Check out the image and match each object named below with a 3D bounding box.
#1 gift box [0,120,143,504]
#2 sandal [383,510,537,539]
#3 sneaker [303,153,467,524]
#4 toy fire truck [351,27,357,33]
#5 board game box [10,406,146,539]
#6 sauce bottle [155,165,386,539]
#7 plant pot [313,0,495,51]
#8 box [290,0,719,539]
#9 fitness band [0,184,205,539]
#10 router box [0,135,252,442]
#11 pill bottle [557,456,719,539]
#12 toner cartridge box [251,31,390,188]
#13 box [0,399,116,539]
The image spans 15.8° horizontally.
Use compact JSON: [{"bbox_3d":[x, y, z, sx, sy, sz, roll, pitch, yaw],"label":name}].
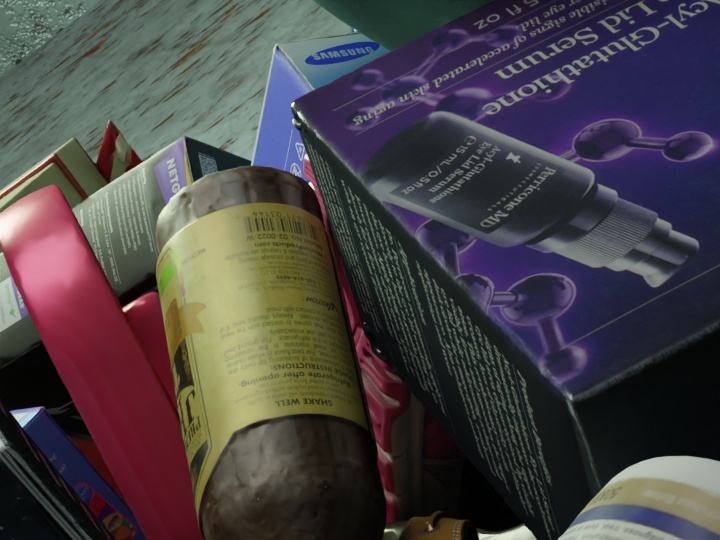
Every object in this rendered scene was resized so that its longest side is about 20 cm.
[{"bbox_3d":[-0.176,0.042,1.288,0.184,0.200,0.187,-28,9,19],"label":"gift box"},{"bbox_3d":[0.026,0.107,0.862,0.200,0.054,0.082,-2,64,67],"label":"sandal"},{"bbox_3d":[0.034,0.025,0.957,0.088,0.200,0.081,-17,46,-19],"label":"sneaker"},{"bbox_3d":[0.084,-0.065,1.046,0.200,0.168,0.112,-29,18,33],"label":"toy fire truck"},{"bbox_3d":[-0.155,0.170,1.004,0.200,0.135,0.045,-46,17,-27],"label":"board game box"},{"bbox_3d":[-0.026,0.058,0.853,0.065,0.065,0.200,-32,48,24],"label":"sauce bottle"},{"bbox_3d":[0.041,-0.149,0.911,0.199,0.135,0.200,-16,29,9],"label":"plant pot"},{"bbox_3d":[0.091,-0.002,0.793,0.148,0.105,0.200,-27,36,-12],"label":"box"},{"bbox_3d":[-0.073,0.060,0.943,0.037,0.200,0.144,-30,-3,2],"label":"fitness band"},{"bbox_3d":[-0.060,0.023,1.113,0.157,0.200,0.052,-30,59,30],"label":"router box"},{"bbox_3d":[0.049,0.150,0.613,0.200,0.116,0.116,-46,16,-24],"label":"pill bottle"},{"bbox_3d":[0.000,0.000,1.006,0.095,0.200,0.043,-10,43,-29],"label":"toner cartridge box"},{"bbox_3d":[-0.109,0.146,0.840,0.124,0.197,0.200,-42,15,-6],"label":"box"}]
